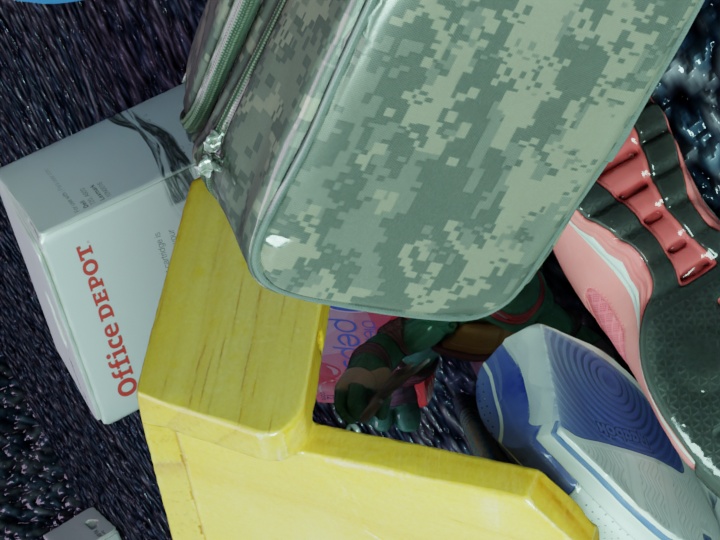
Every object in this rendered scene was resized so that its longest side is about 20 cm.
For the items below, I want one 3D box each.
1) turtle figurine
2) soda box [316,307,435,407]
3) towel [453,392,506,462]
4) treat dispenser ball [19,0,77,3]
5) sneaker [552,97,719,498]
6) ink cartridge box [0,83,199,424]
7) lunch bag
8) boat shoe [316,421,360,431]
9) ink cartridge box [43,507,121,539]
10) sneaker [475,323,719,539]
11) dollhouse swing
[{"bbox_3d":[0.059,0.036,0.961,0.200,0.149,0.101,129,145,-76],"label":"turtle figurine"},{"bbox_3d":[0.000,0.000,1.066,0.200,0.070,0.064,78,-163,-57],"label":"soda box"},{"bbox_3d":[0.097,0.163,1.098,0.200,0.022,0.147,-111,0,-71],"label":"towel"},{"bbox_3d":[-0.166,-0.241,1.041,0.201,0.200,0.201,53,160,28],"label":"treat dispenser ball"},{"bbox_3d":[0.129,0.008,0.819,0.201,0.073,0.087,63,176,16],"label":"sneaker"},{"bbox_3d":[-0.092,-0.025,1.142,0.084,0.199,0.147,47,157,46],"label":"ink cartridge box"},{"bbox_3d":[0.015,-0.101,0.759,0.201,0.139,0.168,-63,33,30],"label":"lunch bag"},{"bbox_3d":[-0.033,0.138,1.434,0.199,0.068,0.073,43,157,-20],"label":"boat shoe"},{"bbox_3d":[-0.349,0.445,2.752,0.201,0.083,0.147,67,163,-15],"label":"ink cartridge box"},{"bbox_3d":[0.099,0.122,0.838,0.199,0.115,0.081,42,-151,-30],"label":"sneaker"},{"bbox_3d":[0.016,0.085,0.831,0.182,0.175,0.201,-81,-14,-47],"label":"dollhouse swing"}]
